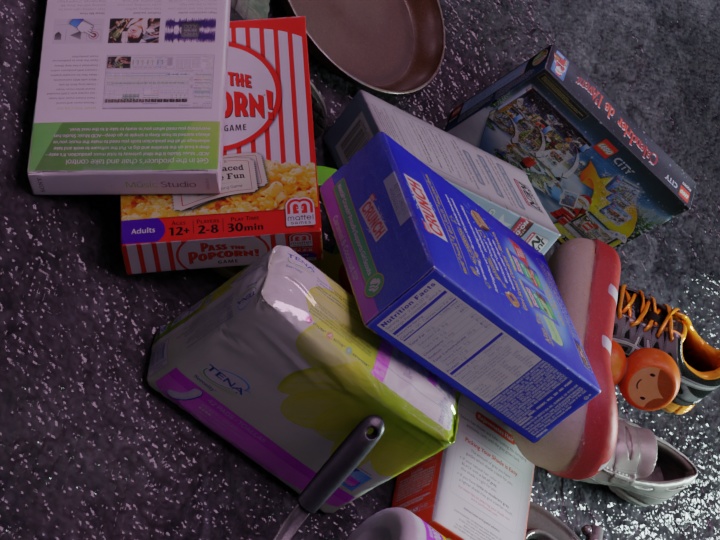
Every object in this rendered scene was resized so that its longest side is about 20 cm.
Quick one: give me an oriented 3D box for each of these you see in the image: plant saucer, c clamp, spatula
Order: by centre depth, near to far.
[{"bbox_3d":[-0.048,0.183,1.356,0.056,0.021,0.201,40,82,-21],"label":"spatula"},{"bbox_3d":[0.169,0.281,1.596,0.171,0.027,0.201,43,44,-18],"label":"c clamp"},{"bbox_3d":[-0.006,-0.245,1.725,0.199,0.032,0.202,24,52,-34],"label":"plant saucer"}]

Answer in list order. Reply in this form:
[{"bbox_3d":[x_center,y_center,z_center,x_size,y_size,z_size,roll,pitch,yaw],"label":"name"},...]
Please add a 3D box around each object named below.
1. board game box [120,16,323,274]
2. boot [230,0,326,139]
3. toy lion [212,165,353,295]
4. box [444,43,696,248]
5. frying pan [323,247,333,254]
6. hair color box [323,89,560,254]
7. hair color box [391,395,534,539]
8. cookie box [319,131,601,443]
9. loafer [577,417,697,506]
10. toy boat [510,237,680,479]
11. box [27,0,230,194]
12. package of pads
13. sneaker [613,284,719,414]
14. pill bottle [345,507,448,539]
[{"bbox_3d":[-0.109,-0.098,1.459,0.150,0.046,0.202,-5,60,-2],"label":"board game box"},{"bbox_3d":[-0.088,-0.211,1.604,0.200,0.067,0.131,45,38,-18],"label":"boot"},{"bbox_3d":[0.000,0.000,1.532,0.191,0.069,0.201,-39,96,-34],"label":"toy lion"},{"bbox_3d":[0.194,-0.104,1.760,0.200,0.136,0.038,41,44,-20],"label":"box"},{"bbox_3d":[0.009,0.011,1.587,0.189,0.031,0.116,-15,69,-40],"label":"frying pan"},{"bbox_3d":[0.072,-0.073,1.654,0.199,0.061,0.099,23,28,-33],"label":"hair color box"},{"bbox_3d":[0.090,0.152,1.568,0.101,0.061,0.201,35,48,-26],"label":"hair color box"},{"bbox_3d":[0.074,0.013,1.438,0.200,0.075,0.172,36,23,-35],"label":"cookie box"},{"bbox_3d":[0.226,0.156,1.666,0.199,0.069,0.071,26,51,-48],"label":"loafer"},{"bbox_3d":[0.200,0.080,1.556,0.130,0.131,0.201,16,52,-4],"label":"toy boat"},{"bbox_3d":[-0.173,-0.149,1.443,0.143,0.036,0.202,0,58,1],"label":"box"},{"bbox_3d":[-0.038,0.083,1.409,0.199,0.154,0.069,37,42,-22],"label":"package of pads"},{"bbox_3d":[0.267,0.054,1.786,0.199,0.077,0.079,36,48,-23],"label":"sneaker"},{"bbox_3d":[0.073,0.274,1.448,0.200,0.104,0.105,38,46,-22],"label":"pill bottle"}]
